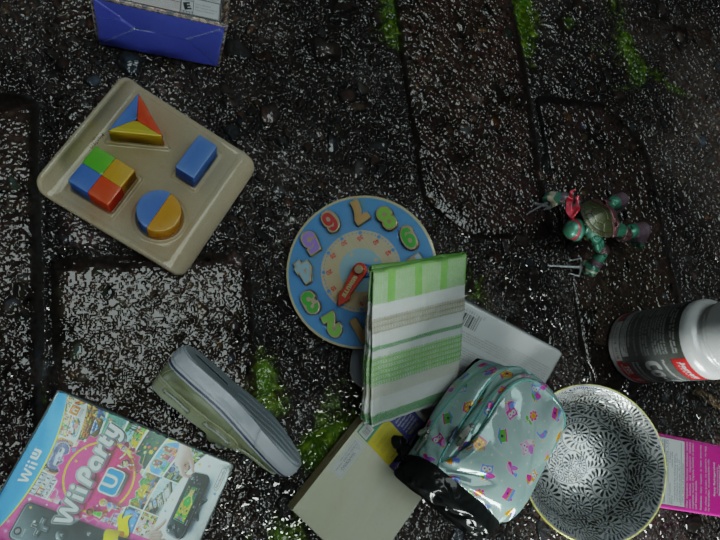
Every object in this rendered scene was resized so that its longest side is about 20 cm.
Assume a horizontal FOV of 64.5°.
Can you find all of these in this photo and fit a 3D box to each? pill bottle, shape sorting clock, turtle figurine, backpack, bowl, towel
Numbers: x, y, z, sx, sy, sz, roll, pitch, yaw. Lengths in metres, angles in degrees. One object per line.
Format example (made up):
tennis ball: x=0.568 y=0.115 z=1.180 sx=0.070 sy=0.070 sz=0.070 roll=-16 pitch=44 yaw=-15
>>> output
pill bottle: x=0.481 y=0.105 z=0.845 sx=0.113 sy=0.200 sz=0.115 roll=5 pitch=76 yaw=-19
shape sorting clock: x=0.000 y=0.000 z=0.738 sx=0.198 sy=0.039 sz=0.202 roll=-1 pitch=83 yaw=5
turtle figurine: x=0.363 y=-0.068 z=0.901 sx=0.198 sy=0.101 sz=0.151 roll=-12 pitch=82 yaw=-28
backpack: x=0.154 y=0.211 z=0.704 sx=0.167 sy=0.126 sz=0.201 roll=46 pitch=72 yaw=-25
bowl: x=0.303 y=0.262 z=0.790 sx=0.198 sy=0.094 sz=0.203 roll=1 pitch=76 yaw=-4
towel: x=0.065 y=0.082 z=0.703 sx=0.148 sy=0.031 sz=0.202 roll=-9 pitch=110 yaw=-33

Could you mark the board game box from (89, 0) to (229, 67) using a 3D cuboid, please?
board game box: x=-0.250 y=-0.392 z=0.738 sx=0.158 sy=0.097 sz=0.202 roll=6 pitch=76 yaw=-19

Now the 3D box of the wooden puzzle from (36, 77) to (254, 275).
wooden puzzle: x=-0.255 y=-0.122 z=0.703 sx=0.199 sy=0.046 sz=0.186 roll=33 pitch=69 yaw=-11

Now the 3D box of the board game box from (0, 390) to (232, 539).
board game box: x=-0.259 y=0.237 z=0.604 sx=0.199 sy=0.064 sz=0.149 roll=27 pitch=70 yaw=-12

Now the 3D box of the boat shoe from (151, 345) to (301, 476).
boat shoe: x=-0.155 y=0.175 z=0.672 sx=0.200 sy=0.072 sz=0.062 roll=45 pitch=92 yaw=-2

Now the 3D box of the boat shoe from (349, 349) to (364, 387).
boat shoe: x=0.053 y=0.071 z=0.768 sx=0.057 sy=0.068 sz=0.201 roll=48 pitch=63 yaw=-48

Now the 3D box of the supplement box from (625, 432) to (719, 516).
supplement box: x=0.465 y=0.301 z=0.849 sx=0.198 sy=0.101 sz=0.104 roll=15 pitch=73 yaw=-16

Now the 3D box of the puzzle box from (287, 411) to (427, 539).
puzzle box: x=0.020 y=0.261 z=0.725 sx=0.133 sy=0.025 sz=0.200 roll=48 pitch=66 yaw=-11

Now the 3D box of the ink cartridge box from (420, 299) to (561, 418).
ink cartridge box: x=0.157 y=0.144 z=0.802 sx=0.199 sy=0.044 sz=0.175 roll=27 pitch=95 yaw=-13
